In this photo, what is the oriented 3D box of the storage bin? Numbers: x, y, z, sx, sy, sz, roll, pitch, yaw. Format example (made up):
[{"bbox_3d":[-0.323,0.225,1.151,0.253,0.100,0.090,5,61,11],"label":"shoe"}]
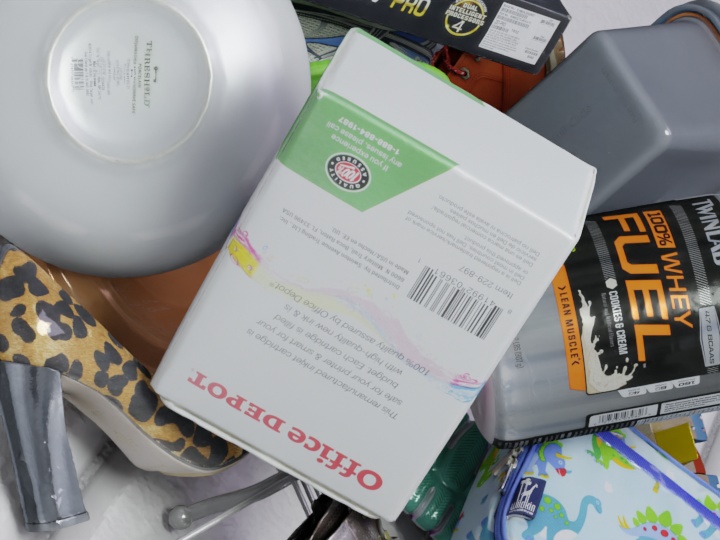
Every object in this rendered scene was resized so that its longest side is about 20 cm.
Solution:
[{"bbox_3d":[0.145,-0.056,1.540,0.134,0.200,0.146,-6,59,-54],"label":"storage bin"}]

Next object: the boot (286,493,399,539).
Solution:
[{"bbox_3d":[0.037,0.180,1.344,0.200,0.069,0.175,-41,105,-24],"label":"boot"}]

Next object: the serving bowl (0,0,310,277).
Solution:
[{"bbox_3d":[-0.121,-0.096,1.315,0.066,0.199,0.201,-175,-119,-82],"label":"serving bowl"}]

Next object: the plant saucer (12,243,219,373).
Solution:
[{"bbox_3d":[-0.119,-0.029,1.428,0.200,0.032,0.202,31,49,-44],"label":"plant saucer"}]

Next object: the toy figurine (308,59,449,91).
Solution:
[{"bbox_3d":[0.000,0.000,1.436,0.200,0.149,0.186,28,50,-67],"label":"toy figurine"}]

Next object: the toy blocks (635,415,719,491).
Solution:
[{"bbox_3d":[0.211,0.169,1.753,0.137,0.099,0.202,14,60,-64],"label":"toy blocks"}]

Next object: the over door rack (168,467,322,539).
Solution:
[{"bbox_3d":[-0.070,0.198,1.349,0.200,0.066,0.149,-30,98,-43],"label":"over door rack"}]

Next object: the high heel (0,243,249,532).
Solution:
[{"bbox_3d":[-0.113,0.040,1.340,0.199,0.071,0.144,-20,102,-48],"label":"high heel"}]

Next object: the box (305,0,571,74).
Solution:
[{"bbox_3d":[0.008,-0.196,1.479,0.199,0.049,0.162,15,30,-30],"label":"box"}]

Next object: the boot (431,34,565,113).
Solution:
[{"bbox_3d":[0.080,-0.136,1.639,0.075,0.106,0.201,-92,172,-53],"label":"boot"}]

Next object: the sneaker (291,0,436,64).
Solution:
[{"bbox_3d":[-0.033,-0.133,1.499,0.199,0.077,0.086,4,102,-34],"label":"sneaker"}]

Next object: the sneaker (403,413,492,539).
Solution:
[{"bbox_3d":[0.065,0.154,1.577,0.200,0.088,0.074,43,63,-2],"label":"sneaker"}]

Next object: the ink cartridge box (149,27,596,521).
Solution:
[{"bbox_3d":[0.005,0.005,1.279,0.145,0.201,0.088,29,29,-3],"label":"ink cartridge box"}]

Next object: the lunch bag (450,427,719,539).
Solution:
[{"bbox_3d":[0.153,0.173,1.500,0.200,0.082,0.161,38,42,-7],"label":"lunch bag"}]

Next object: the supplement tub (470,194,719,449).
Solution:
[{"bbox_3d":[0.156,0.026,1.454,0.123,0.198,0.124,170,-90,-85],"label":"supplement tub"}]
